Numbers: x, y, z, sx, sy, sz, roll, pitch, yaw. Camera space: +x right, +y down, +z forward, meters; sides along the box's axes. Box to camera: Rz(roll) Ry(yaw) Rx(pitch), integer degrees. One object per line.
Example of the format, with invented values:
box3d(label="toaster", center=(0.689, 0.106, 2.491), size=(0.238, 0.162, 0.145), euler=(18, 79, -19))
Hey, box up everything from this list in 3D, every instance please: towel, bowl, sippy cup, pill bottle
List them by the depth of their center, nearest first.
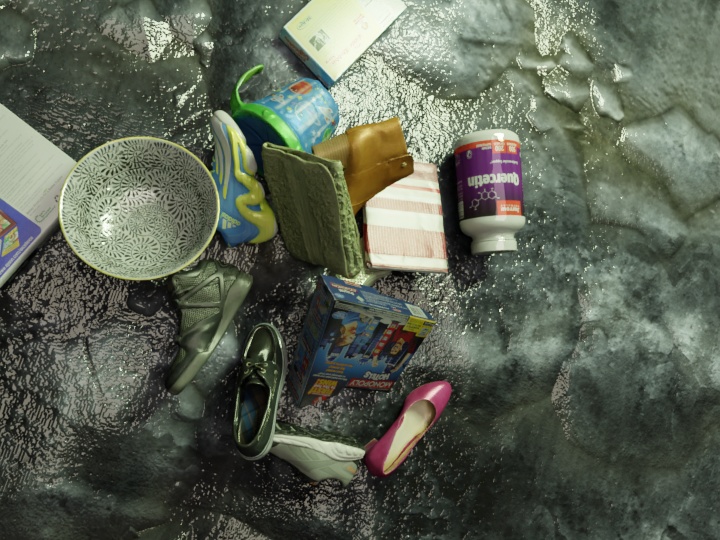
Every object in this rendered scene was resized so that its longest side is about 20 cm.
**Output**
box3d(label="bowl", center=(-0.296, -0.071, 0.779), size=(0.199, 0.094, 0.203), euler=(4, 72, -13))
box3d(label="towel", center=(-0.070, -0.082, 0.809), size=(0.036, 0.147, 0.201), euler=(-44, 139, -34))
box3d(label="sippy cup", center=(-0.103, -0.218, 0.857), size=(0.130, 0.139, 0.179), euler=(-47, 142, -27))
box3d(label="towel", center=(0.070, -0.092, 0.934), size=(0.143, 0.023, 0.202), euler=(4, 69, -19))
box3d(label="pill bottle", center=(0.222, -0.131, 0.971), size=(0.111, 0.112, 0.202), euler=(-3, 87, -20))

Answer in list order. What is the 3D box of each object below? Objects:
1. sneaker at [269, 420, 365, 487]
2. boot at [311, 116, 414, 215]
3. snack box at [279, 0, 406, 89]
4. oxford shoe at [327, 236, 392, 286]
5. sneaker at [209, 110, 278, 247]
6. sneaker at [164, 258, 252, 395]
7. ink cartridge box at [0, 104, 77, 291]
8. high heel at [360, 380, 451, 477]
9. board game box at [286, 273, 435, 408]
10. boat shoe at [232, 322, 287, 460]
box3d(label="sneaker", center=(-0.090, 0.277, 0.850), size=(0.199, 0.074, 0.080), euler=(20, 85, -18))
box3d(label="boot", center=(0.012, -0.123, 0.847), size=(0.143, 0.071, 0.202), euler=(-16, 134, -7))
box3d(label="snack box", center=(-0.026, -0.414, 0.941), size=(0.116, 0.037, 0.200), euler=(44, 73, -11))
box3d(label="oxford shoe", center=(0.000, 0.000, 0.913), size=(0.075, 0.058, 0.200), euler=(45, 57, 5))
box3d(label="sneaker", center=(-0.197, -0.123, 0.824), size=(0.104, 0.076, 0.202), euler=(-25, 109, -13))
box3d(label="sneaker", center=(-0.247, 0.070, 0.807), size=(0.114, 0.076, 0.201), euler=(29, 74, -14))
box3d(label="ink cartridge box", center=(-0.495, -0.111, 0.747), size=(0.200, 0.047, 0.198), euler=(39, 76, -11))
box3d(label="high heel", center=(0.086, 0.249, 0.901), size=(0.199, 0.096, 0.068), euler=(-32, 97, -19))
box3d(label="board game box", center=(-0.018, 0.121, 0.860), size=(0.199, 0.062, 0.201), euler=(16, 116, -37))
box3d(label="boat shoe", center=(-0.145, 0.163, 0.808), size=(0.068, 0.057, 0.202), euler=(-3, 61, 4))
